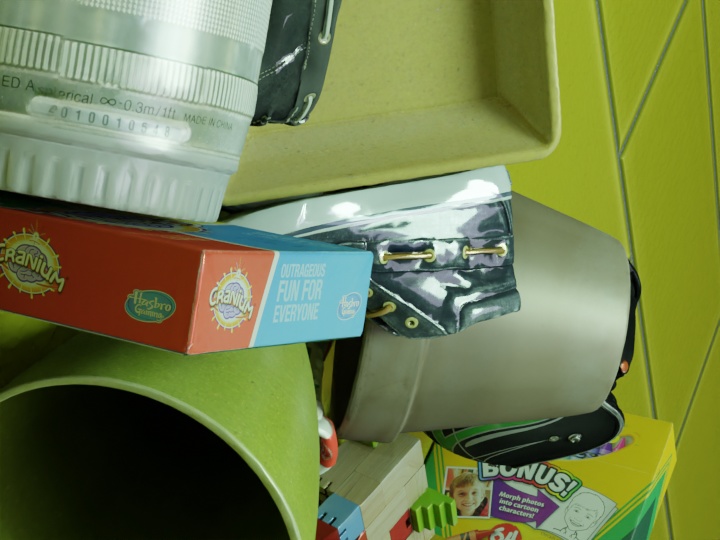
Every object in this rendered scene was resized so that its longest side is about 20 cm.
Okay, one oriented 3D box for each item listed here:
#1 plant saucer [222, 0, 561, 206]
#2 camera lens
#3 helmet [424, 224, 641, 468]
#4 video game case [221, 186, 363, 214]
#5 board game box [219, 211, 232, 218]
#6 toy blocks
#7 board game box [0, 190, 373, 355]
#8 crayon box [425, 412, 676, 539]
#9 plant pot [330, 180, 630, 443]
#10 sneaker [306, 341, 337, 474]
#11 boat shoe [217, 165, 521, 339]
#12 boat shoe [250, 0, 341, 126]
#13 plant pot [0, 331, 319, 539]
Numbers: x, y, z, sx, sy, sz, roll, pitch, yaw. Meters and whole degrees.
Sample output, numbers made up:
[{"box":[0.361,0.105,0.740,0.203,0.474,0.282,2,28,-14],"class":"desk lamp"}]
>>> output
[{"box":[0.000,-0.147,0.804,0.049,0.198,0.202,-107,-171,-67],"class":"plant saucer"},{"box":[-0.116,-0.132,0.659,0.160,0.159,0.202,6,95,-65],"class":"camera lens"},{"box":[0.113,0.058,1.188,0.199,0.190,0.202,24,58,-44],"class":"helmet"},{"box":[-0.039,-0.097,0.923,0.200,0.019,0.144,17,84,-64],"class":"video game case"},{"box":[-0.052,-0.089,0.958,0.134,0.034,0.202,-1,101,-65],"class":"board game box"},{"box":[-0.005,0.213,1.132,0.137,0.099,0.201,-42,138,-36],"class":"toy blocks"},{"box":[-0.115,-0.006,0.665,0.153,0.198,0.041,-1,101,-65],"class":"board game box"},{"box":[0.152,0.194,1.310,0.173,0.198,0.059,-62,150,-32],"class":"crayon box"},{"box":[0.079,0.025,1.005,0.200,0.172,0.202,-170,-90,-84],"class":"plant pot"},{"box":[-0.044,0.093,0.979,0.200,0.093,0.071,-53,144,-43],"class":"sneaker"},{"box":[0.000,0.000,0.852,0.198,0.071,0.092,-11,94,-17],"class":"boat shoe"},{"box":[-0.028,-0.166,0.737,0.067,0.072,0.202,5,111,-34],"class":"boat shoe"},{"box":[-0.094,0.090,0.801,0.200,0.185,0.189,-63,154,-61],"class":"plant pot"}]
